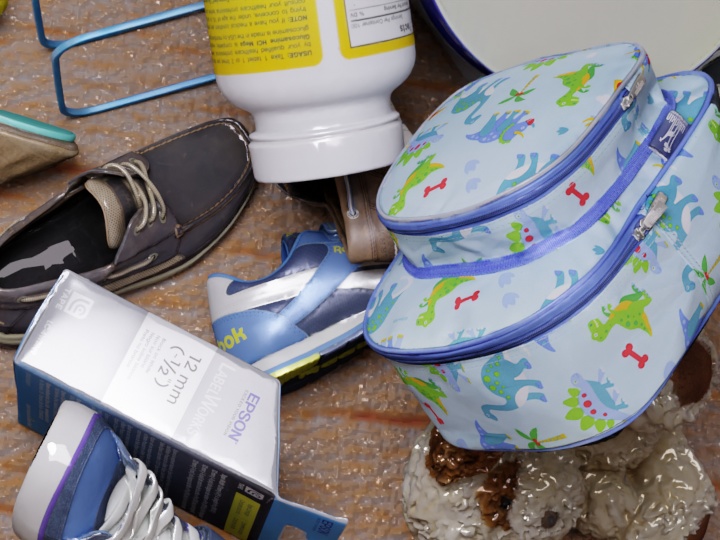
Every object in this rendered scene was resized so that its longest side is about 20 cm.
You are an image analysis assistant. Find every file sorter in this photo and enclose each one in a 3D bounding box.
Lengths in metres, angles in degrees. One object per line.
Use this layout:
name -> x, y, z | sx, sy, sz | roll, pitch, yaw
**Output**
file sorter -> -0.147, -0.209, 1.563 | 0.122, 0.139, 0.201 | -16, 76, -7

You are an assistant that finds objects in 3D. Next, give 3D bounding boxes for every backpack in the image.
backpack -> 0.094, -0.013, 1.370 | 0.147, 0.182, 0.201 | 51, 53, -27

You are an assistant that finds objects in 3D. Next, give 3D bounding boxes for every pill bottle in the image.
pill bottle -> -0.031, -0.153, 1.431 | 0.112, 0.112, 0.202 | -9, 98, -10

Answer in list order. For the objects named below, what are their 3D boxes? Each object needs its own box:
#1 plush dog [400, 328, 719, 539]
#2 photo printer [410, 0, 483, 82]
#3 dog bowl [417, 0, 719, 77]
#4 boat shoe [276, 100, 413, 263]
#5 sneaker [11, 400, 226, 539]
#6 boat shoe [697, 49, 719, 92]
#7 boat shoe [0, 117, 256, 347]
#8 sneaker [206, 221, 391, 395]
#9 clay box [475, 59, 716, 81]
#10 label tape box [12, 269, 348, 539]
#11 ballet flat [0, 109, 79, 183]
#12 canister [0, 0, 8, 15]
plush dog -> 0.096, 0.098, 1.494 | 0.171, 0.201, 0.160 | -30, 51, -21
photo printer -> 0.107, -0.232, 1.633 | 0.199, 0.069, 0.167 | -32, 79, -14
dog bowl -> 0.123, -0.193, 1.465 | 0.198, 0.079, 0.202 | -1, 98, -6
boat shoe -> -0.018, -0.077, 1.535 | 0.072, 0.073, 0.200 | -19, 42, -15
sneaker -> -0.105, 0.150, 1.426 | 0.146, 0.200, 0.081 | 21, 62, 7
boat shoe -> 0.217, -0.096, 1.551 | 0.076, 0.060, 0.200 | 51, 55, -2
boat shoe -> -0.140, -0.025, 1.540 | 0.200, 0.073, 0.075 | -37, 81, -15
sneaker -> 0.000, 0.000, 1.551 | 0.199, 0.074, 0.083 | -27, 76, -15
clay box -> 0.154, -0.062, 1.571 | 0.199, 0.048, 0.116 | -5, 73, -27
label tape box -> -0.093, 0.088, 1.475 | 0.199, 0.143, 0.066 | 26, 72, 1
ballet flat -> -0.266, -0.080, 1.551 | 0.199, 0.068, 0.073 | 21, 92, 0
canister -> -0.295, -0.234, 1.548 | 0.086, 0.148, 0.201 | -27, 78, 24
